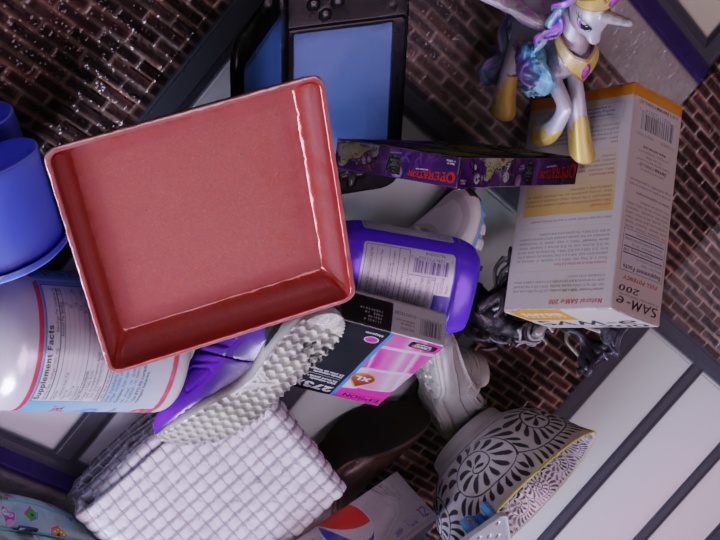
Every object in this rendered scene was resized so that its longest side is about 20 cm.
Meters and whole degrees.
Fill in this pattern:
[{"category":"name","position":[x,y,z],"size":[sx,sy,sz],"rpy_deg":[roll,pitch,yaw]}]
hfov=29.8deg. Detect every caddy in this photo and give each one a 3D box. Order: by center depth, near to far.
[{"category":"caddy","position":[-0.298,-0.035,0.926],"size":[0.198,0.141,0.106],"rpy_deg":[-18,127,-21]}]

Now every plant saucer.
[{"category":"plant saucer","position":[-0.112,-0.037,0.981],"size":[0.198,0.037,0.201],"rpy_deg":[-17,128,-11]}]

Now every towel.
[{"category":"towel","position":[-0.137,0.190,1.211],"size":[0.200,0.086,0.166],"rpy_deg":[-42,111,-6]}]

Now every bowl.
[{"category":"bowl","position":[0.135,0.202,1.363],"size":[0.200,0.094,0.201],"rpy_deg":[-39,159,-18]}]

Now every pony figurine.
[{"category":"pony figurine","position":[0.149,-0.207,1.091],"size":[0.165,0.194,0.201],"rpy_deg":[-19,149,-17]}]

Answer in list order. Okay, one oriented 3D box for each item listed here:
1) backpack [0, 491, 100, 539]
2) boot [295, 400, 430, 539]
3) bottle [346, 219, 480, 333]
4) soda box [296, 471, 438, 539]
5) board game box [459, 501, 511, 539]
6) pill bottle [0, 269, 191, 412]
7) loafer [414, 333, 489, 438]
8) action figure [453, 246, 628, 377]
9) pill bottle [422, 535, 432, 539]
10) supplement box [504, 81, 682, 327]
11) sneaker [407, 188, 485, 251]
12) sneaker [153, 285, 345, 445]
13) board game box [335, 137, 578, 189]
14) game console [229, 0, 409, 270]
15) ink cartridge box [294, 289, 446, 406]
[{"category":"backpack","position":[-0.304,0.269,1.152],"size":[0.199,0.127,0.168],"rpy_deg":[22,104,-45]},{"category":"boot","position":[-0.007,0.241,1.380],"size":[0.185,0.064,0.202],"rpy_deg":[-24,135,-19]},{"category":"bottle","position":[0.000,0.000,1.160],"size":[0.197,0.065,0.085],"rpy_deg":[9,109,-8]},{"category":"soda box","position":[-0.017,0.265,1.249],"size":[0.199,0.063,0.069],"rpy_deg":[-25,154,-47]},{"category":"board game box","position":[0.059,0.323,1.272],"size":[0.199,0.026,0.201],"rpy_deg":[-32,143,-14]},{"category":"pill bottle","position":[-0.240,0.055,1.052],"size":[0.198,0.109,0.110],"rpy_deg":[5,119,-36]},{"category":"loafer","position":[0.089,0.097,1.316],"size":[0.069,0.070,0.201],"rpy_deg":[-32,153,-9]},{"category":"action figure","position":[0.156,0.032,1.308],"size":[0.198,0.103,0.119],"rpy_deg":[16,151,0]},{"category":"pill bottle","position":[-0.008,0.337,1.339],"size":[0.198,0.109,0.111],"rpy_deg":[-10,127,-35]},{"category":"supplement box","position":[0.207,-0.054,1.200],"size":[0.073,0.125,0.203],"rpy_deg":[17,78,-39]},{"category":"sneaker","position":[0.032,0.001,1.224],"size":[0.086,0.075,0.201],"rpy_deg":[32,101,-38]},{"category":"sneaker","position":[-0.101,0.062,1.118],"size":[0.200,0.100,0.069],"rpy_deg":[-40,147,20]},{"category":"board game box","position":[0.084,-0.089,1.117],"size":[0.199,0.119,0.033],"rpy_deg":[-6,110,-54]},{"category":"game console","position":[-0.030,-0.118,1.059],"size":[0.174,0.117,0.202],"rpy_deg":[-10,127,-17]},{"category":"ink cartridge box","position":[-0.006,0.077,1.185],"size":[0.094,0.038,0.200],"rpy_deg":[15,153,-16]}]
